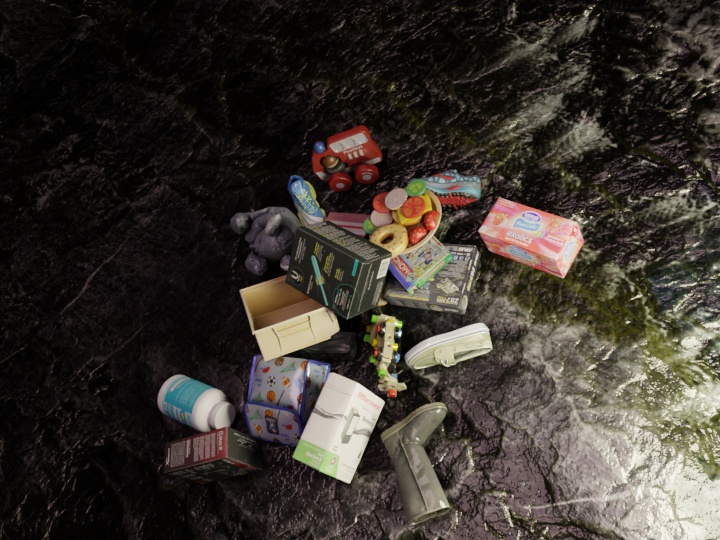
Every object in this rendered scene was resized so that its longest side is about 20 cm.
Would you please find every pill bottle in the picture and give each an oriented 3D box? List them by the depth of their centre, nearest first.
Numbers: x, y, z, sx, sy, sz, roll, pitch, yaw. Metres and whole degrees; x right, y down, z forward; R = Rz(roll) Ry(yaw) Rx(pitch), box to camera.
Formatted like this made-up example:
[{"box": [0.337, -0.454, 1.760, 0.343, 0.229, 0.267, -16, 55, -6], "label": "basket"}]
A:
[{"box": [-0.412, 0.342, 1.689, 0.199, 0.111, 0.111, 12, 70, 34], "label": "pill bottle"}]

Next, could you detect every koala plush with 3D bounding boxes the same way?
[{"box": [-0.225, -0.083, 1.754, 0.183, 0.178, 0.200, -22, 16, -12], "label": "koala plush"}]

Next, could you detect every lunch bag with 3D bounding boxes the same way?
[{"box": [-0.179, 0.307, 1.580, 0.169, 0.124, 0.201, 3, 79, 30], "label": "lunch bag"}]

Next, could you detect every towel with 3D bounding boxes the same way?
[{"box": [-0.058, -0.077, 1.744, 0.143, 0.023, 0.200, 7, 49, 29], "label": "towel"}]

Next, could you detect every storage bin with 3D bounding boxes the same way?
[{"box": [-0.175, 0.102, 1.634, 0.198, 0.094, 0.200, -19, 31, -10], "label": "storage bin"}]

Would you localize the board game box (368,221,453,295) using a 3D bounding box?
[{"box": [0.116, -0.050, 1.612, 0.134, 0.029, 0.200, -41, 49, 1], "label": "board game box"}]

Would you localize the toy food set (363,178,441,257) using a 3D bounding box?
[{"box": [0.100, -0.126, 1.619, 0.199, 0.049, 0.199, -26, 51, 15], "label": "toy food set"}]

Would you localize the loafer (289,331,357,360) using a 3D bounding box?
[{"box": [-0.100, 0.179, 1.640, 0.200, 0.068, 0.071, -1, 56, 23], "label": "loafer"}]

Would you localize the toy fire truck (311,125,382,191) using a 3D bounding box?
[{"box": [-0.045, -0.314, 1.815, 0.199, 0.168, 0.113, -14, 58, 21], "label": "toy fire truck"}]

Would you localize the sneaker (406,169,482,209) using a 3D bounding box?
[{"box": [0.215, -0.211, 1.688, 0.199, 0.079, 0.096, 12, 57, 26], "label": "sneaker"}]

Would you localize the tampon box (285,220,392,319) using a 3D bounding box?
[{"box": [-0.054, -0.006, 1.570, 0.200, 0.126, 0.150, 29, 117, 28], "label": "tampon box"}]

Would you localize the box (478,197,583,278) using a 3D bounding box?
[{"box": [0.382, -0.076, 1.496, 0.200, 0.095, 0.103, 25, 77, 36], "label": "box"}]

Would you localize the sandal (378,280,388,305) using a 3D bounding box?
[{"box": [-0.004, 0.004, 1.679, 0.078, 0.070, 0.212, -40, 52, 3], "label": "sandal"}]

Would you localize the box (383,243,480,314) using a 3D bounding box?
[{"box": [0.172, 0.013, 1.592, 0.199, 0.049, 0.162, 5, 64, 31], "label": "box"}]

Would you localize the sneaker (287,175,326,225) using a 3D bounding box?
[{"box": [-0.159, -0.186, 1.846, 0.076, 0.105, 0.200, -32, 53, 9], "label": "sneaker"}]

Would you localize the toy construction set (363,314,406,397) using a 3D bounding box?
[{"box": [0.054, 0.186, 1.519, 0.092, 0.131, 0.201, 2, 56, -17], "label": "toy construction set"}]

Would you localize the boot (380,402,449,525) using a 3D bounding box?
[{"box": [0.137, 0.399, 1.384, 0.182, 0.072, 0.200, -41, 44, 20], "label": "boot"}]

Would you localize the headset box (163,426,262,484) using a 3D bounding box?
[{"box": [-0.337, 0.437, 1.572, 0.199, 0.149, 0.078, -20, 57, 19], "label": "headset box"}]

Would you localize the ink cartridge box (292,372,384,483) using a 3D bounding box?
[{"box": [-0.045, 0.346, 1.464, 0.084, 0.146, 0.201, 15, 72, 34], "label": "ink cartridge box"}]

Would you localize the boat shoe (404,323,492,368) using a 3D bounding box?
[{"box": [0.194, 0.178, 1.474, 0.199, 0.072, 0.062, -24, 52, 12], "label": "boat shoe"}]
